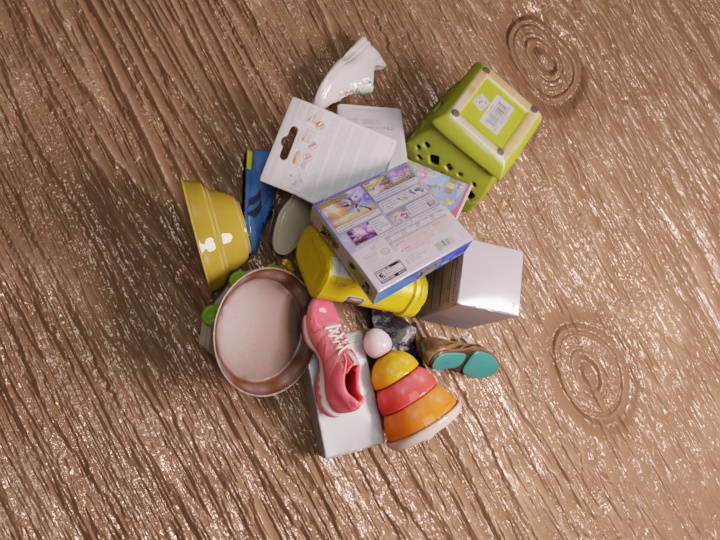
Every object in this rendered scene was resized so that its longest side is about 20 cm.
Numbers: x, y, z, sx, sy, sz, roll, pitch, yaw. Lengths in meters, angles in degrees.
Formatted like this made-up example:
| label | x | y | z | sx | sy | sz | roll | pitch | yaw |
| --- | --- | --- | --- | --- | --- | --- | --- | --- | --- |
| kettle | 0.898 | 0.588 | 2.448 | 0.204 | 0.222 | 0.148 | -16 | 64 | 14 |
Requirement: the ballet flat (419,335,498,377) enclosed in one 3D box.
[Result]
| label | x | y | z | sx | sy | sz | roll | pitch | yaw |
| --- | --- | --- | --- | --- | --- | --- | --- | --- | --- |
| ballet flat | 0.183 | 0.156 | 1.076 | 0.199 | 0.068 | 0.072 | 12 | 30 | -39 |

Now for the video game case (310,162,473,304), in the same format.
| label | x | y | z | sx | sy | sz | roll | pitch | yaw |
| --- | --- | --- | --- | --- | --- | --- | --- | --- | --- |
| video game case | 0.049 | -0.066 | 0.917 | 0.199 | 0.046 | 0.182 | -27 | 69 | -25 |

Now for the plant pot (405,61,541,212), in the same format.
| label | x | y | z | sx | sy | sz | roll | pitch | yaw |
| --- | --- | --- | --- | --- | --- | --- | --- | --- | --- |
| plant pot | 0.224 | -0.268 | 1.124 | 0.198 | 0.181 | 0.201 | 39 | 70 | -4 |

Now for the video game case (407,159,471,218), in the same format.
| label | x | y | z | sx | sy | sz | roll | pitch | yaw |
| --- | --- | --- | --- | --- | --- | --- | --- | --- | --- |
| video game case | 0.097 | -0.150 | 1.075 | 0.198 | 0.018 | 0.144 | 25 | 53 | 8 |

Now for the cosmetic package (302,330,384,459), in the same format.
| label | x | y | z | sx | sy | sz | roll | pitch | yaw |
| --- | --- | --- | --- | --- | --- | --- | --- | --- | --- |
| cosmetic package | -0.037 | 0.215 | 1.003 | 0.112 | 0.081 | 0.202 | -8 | 82 | -17 |

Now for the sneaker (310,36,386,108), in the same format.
| label | x | y | z | sx | sy | sz | roll | pitch | yaw |
| --- | --- | --- | --- | --- | --- | --- | --- | --- | --- |
| sneaker | -0.018 | -0.376 | 1.137 | 0.088 | 0.075 | 0.201 | 40 | 69 | -9 |

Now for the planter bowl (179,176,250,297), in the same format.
| label | x | y | z | sx | sy | sz | roll | pitch | yaw |
| --- | --- | --- | --- | --- | --- | --- | --- | --- | --- |
| planter bowl | -0.231 | -0.063 | 0.939 | 0.083 | 0.200 | 0.202 | -14 | 83 | -14 |

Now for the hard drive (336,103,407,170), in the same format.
| label | x | y | z | sx | sy | sz | roll | pitch | yaw |
| --- | --- | --- | --- | --- | --- | --- | --- | --- | --- |
| hard drive | 0.022 | -0.240 | 1.096 | 0.130 | 0.027 | 0.202 | 2 | 55 | -8 |

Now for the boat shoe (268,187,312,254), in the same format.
| label | x | y | z | sx | sy | sz | roll | pitch | yaw |
| --- | --- | --- | --- | --- | --- | --- | --- | --- | --- |
| boat shoe | -0.123 | -0.127 | 1.026 | 0.072 | 0.059 | 0.202 | 23 | 84 | -49 |

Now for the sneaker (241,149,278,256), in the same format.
| label | x | y | z | sx | sy | sz | roll | pitch | yaw |
| --- | --- | --- | --- | --- | --- | --- | --- | --- | --- |
| sneaker | -0.179 | -0.125 | 1.041 | 0.078 | 0.066 | 0.202 | 6 | 77 | -18 |

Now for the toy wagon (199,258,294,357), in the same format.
| label | x | y | z | sx | sy | sz | roll | pitch | yaw |
| --- | --- | --- | --- | --- | --- | --- | --- | --- | --- |
| toy wagon | -0.186 | 0.060 | 0.962 | 0.039 | 0.156 | 0.201 | 24 | 68 | 27 |

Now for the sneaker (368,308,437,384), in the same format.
| label | x | y | z | sx | sy | sz | roll | pitch | yaw |
| --- | --- | --- | --- | --- | --- | --- | --- | --- | --- |
| sneaker | 0.085 | 0.140 | 1.063 | 0.199 | 0.060 | 0.105 | 35 | 76 | -3 |

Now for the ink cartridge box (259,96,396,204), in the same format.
| label | x | y | z | sx | sy | sz | roll | pitch | yaw |
| --- | --- | --- | --- | --- | --- | --- | --- | --- | --- |
| ink cartridge box | -0.055 | -0.187 | 0.997 | 0.198 | 0.047 | 0.162 | 22 | 85 | -5 |

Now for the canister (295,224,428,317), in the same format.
| label | x | y | z | sx | sy | sz | roll | pitch | yaw |
| --- | --- | --- | --- | --- | --- | --- | --- | --- | --- |
| canister | 0.000 | 0.000 | 0.984 | 0.198 | 0.087 | 0.149 | 13 | 32 | -32 |

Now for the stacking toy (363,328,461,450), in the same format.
| label | x | y | z | sx | sy | sz | roll | pitch | yaw |
| --- | --- | --- | --- | --- | --- | --- | --- | --- | --- |
| stacking toy | 0.068 | 0.188 | 0.978 | 0.145 | 0.146 | 0.201 | -27 | 83 | -19 |

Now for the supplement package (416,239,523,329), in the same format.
| label | x | y | z | sx | sy | sz | roll | pitch | yaw |
| --- | --- | --- | --- | --- | --- | --- | --- | --- | --- |
| supplement package | 0.193 | 0.031 | 1.042 | 0.116 | 0.200 | 0.119 | 13 | 76 | -13 |

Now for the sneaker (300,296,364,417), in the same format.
| label | x | y | z | sx | sy | sz | roll | pitch | yaw |
| --- | --- | --- | --- | --- | --- | --- | --- | --- | --- |
| sneaker | -0.034 | 0.133 | 0.924 | 0.073 | 0.086 | 0.202 | -8 | 83 | -44 |

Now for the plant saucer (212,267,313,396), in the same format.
| label | x | y | z | sx | sy | sz | roll | pitch | yaw |
| --- | --- | --- | --- | --- | --- | --- | --- | --- | --- |
| plant saucer | -0.152 | 0.096 | 0.903 | 0.199 | 0.034 | 0.203 | 0 | 90 | -45 |
